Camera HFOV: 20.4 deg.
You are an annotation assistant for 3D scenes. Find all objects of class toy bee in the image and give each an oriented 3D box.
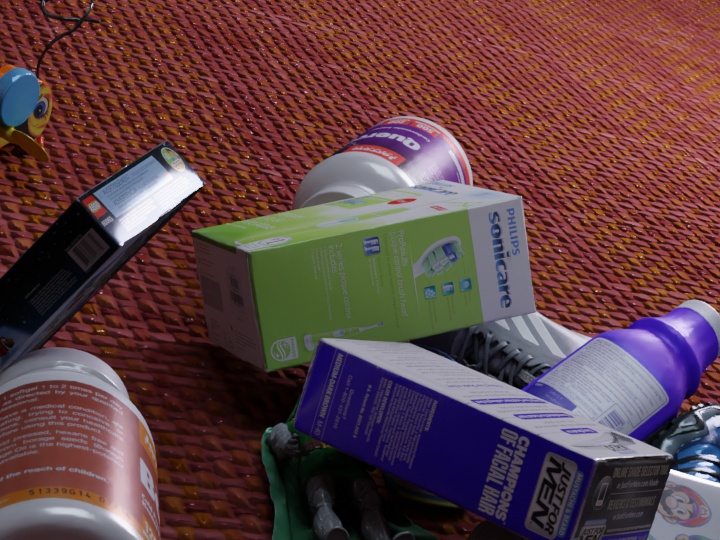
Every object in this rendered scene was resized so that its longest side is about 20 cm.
[{"bbox_3d":[-0.282,-0.125,1.597,0.199,0.109,0.131,-23,49,-23],"label":"toy bee"}]

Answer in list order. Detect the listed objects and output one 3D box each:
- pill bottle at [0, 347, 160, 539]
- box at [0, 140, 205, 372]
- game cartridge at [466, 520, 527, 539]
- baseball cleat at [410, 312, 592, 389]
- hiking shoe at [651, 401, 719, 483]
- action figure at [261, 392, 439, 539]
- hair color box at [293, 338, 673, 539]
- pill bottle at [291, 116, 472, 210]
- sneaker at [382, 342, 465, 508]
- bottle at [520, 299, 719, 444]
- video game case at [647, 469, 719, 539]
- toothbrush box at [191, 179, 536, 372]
[{"bbox_3d":[-0.162,0.123,1.060,0.112,0.113,0.200,13,23,-13],"label":"pill bottle"},{"bbox_3d":[-0.190,0.015,1.184,0.038,0.200,0.137,46,23,-2],"label":"box"},{"bbox_3d":[0.130,0.219,1.114,0.199,0.041,0.133,27,38,15],"label":"game cartridge"},{"bbox_3d":[0.121,0.066,1.475,0.199,0.070,0.107,17,22,-2],"label":"baseball cleat"},{"bbox_3d":[0.222,0.158,1.354,0.087,0.075,0.200,35,37,21],"label":"hiking shoe"},{"bbox_3d":[-0.017,0.130,1.246,0.117,0.055,0.200,8,20,-17],"label":"action figure"},{"bbox_3d":[0.072,0.103,1.193,0.199,0.065,0.109,21,8,32],"label":"hair color box"},{"bbox_3d":[0.014,-0.052,1.610,0.112,0.113,0.200,23,22,11],"label":"pill bottle"},{"bbox_3d":[0.036,0.080,1.359,0.074,0.083,0.200,5,24,-25],"label":"sneaker"},{"bbox_3d":[0.181,0.085,1.397,0.083,0.065,0.200,42,52,20],"label":"bottle"},{"bbox_3d":[0.195,0.198,1.211,0.181,0.024,0.201,16,39,-4],"label":"video game case"},{"bbox_3d":[0.000,0.000,1.383,0.199,0.087,0.146,-11,10,-17],"label":"toothbrush box"}]
